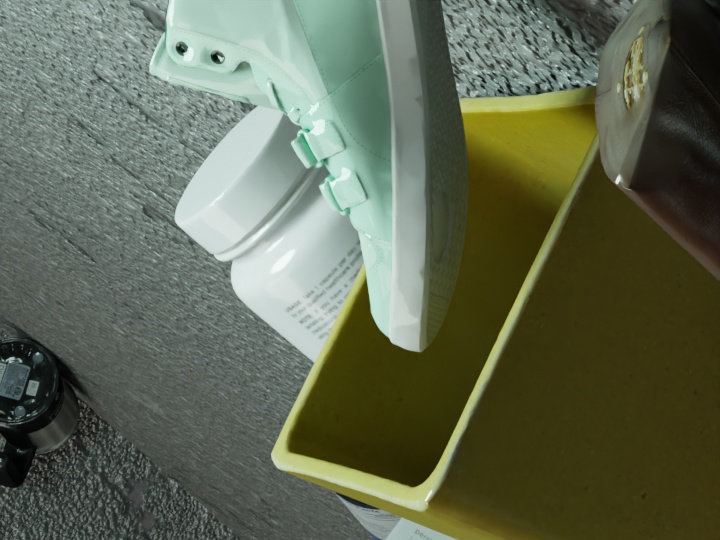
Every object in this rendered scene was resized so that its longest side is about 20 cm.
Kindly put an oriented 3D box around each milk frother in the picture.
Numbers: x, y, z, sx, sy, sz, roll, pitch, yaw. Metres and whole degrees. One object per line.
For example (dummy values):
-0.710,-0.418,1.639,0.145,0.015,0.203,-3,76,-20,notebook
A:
-0.496,0.171,3.311,0.200,0.181,0.188,32,167,11,milk frother

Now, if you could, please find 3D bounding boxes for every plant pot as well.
0.112,0.051,1.122,0.200,0.194,0.195,29,171,-20,plant pot

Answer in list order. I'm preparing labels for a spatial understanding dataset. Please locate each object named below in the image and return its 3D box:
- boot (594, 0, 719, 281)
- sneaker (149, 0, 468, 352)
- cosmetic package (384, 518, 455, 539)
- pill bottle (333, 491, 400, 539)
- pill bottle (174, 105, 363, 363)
0.142,0.012,0.925,0.064,0.187,0.200,-16,136,31,boot
-0.022,-0.063,1.037,0.118,0.201,0.074,-4,-167,16,sneaker
0.129,0.189,1.623,0.165,0.165,0.200,35,168,17,cosmetic package
0.029,0.135,1.836,0.112,0.112,0.200,30,165,32,pill bottle
0.000,0.000,1.405,0.200,0.113,0.113,41,168,-17,pill bottle
